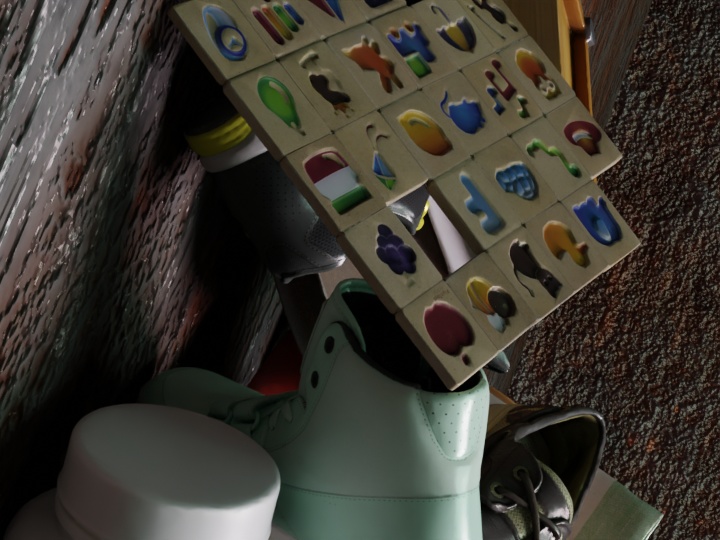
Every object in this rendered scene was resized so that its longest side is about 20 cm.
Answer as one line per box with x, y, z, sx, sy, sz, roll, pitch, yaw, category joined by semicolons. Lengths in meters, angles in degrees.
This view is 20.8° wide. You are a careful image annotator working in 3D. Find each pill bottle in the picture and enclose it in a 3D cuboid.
-0.091;0.155;0.732;0.109;0.109;0.201;-46;154;-68;pill bottle

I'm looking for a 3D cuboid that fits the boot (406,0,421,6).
0.045;-0.199;0.875;0.200;0.074;0.097;-52;-170;28;boot

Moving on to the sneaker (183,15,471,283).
0.002;-0.050;0.818;0.200;0.074;0.085;-26;98;-51;sneaker

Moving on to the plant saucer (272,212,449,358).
0.000;0.000;0.913;0.200;0.032;0.202;-17;90;-72;plant saucer

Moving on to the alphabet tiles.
0.031;-0.056;0.764;0.008;0.168;0.200;-40;175;35;alphabet tiles

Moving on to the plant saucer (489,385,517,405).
0.018;0.145;1.084;0.037;0.199;0.201;54;56;-67;plant saucer

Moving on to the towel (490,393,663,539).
0.036;0.131;1.045;0.153;0.200;0.023;-52;163;-10;towel

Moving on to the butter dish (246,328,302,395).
-0.043;0.151;0.941;0.200;0.147;0.200;59;28;-15;butter dish

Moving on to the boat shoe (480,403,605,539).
0.069;0.112;0.941;0.072;0.066;0.201;63;27;-10;boat shoe

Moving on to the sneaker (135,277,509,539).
-0.017;0.048;0.768;0.073;0.200;0.119;-9;115;-39;sneaker

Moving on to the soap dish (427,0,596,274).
0.076;-0.097;1.010;0.158;0.081;0.201;66;20;-53;soap dish
